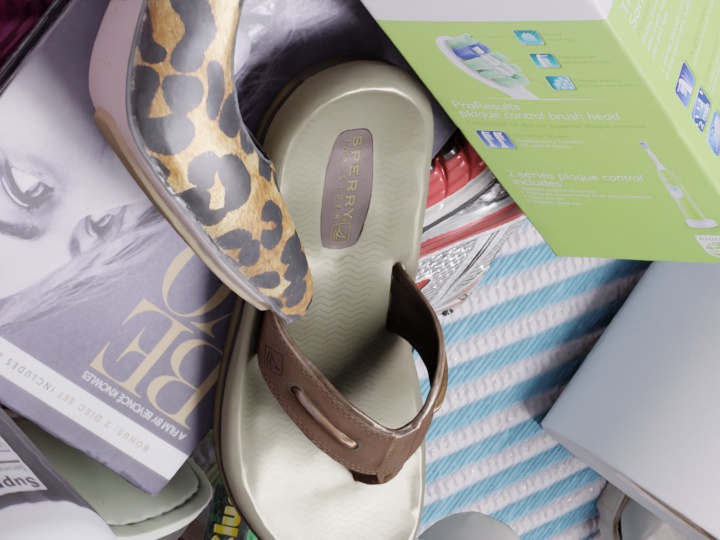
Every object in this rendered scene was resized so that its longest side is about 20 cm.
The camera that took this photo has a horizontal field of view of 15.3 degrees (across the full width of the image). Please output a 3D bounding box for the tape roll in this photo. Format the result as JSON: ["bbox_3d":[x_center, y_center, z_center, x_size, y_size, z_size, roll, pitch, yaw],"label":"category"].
[{"bbox_3d":[0.210,0.078,1.339,0.139,0.202,0.203,-56,153,-3],"label":"tape roll"}]

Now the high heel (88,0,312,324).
[{"bbox_3d":[-0.023,-0.088,0.818,0.142,0.071,0.200,-35,119,-6],"label":"high heel"}]

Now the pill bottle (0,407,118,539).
[{"bbox_3d":[-0.133,0.087,0.766,0.111,0.200,0.111,-31,146,-24],"label":"pill bottle"}]

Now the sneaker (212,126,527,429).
[{"bbox_3d":[0.000,0.000,0.979,0.200,0.078,0.082,-37,134,13],"label":"sneaker"}]

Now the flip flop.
[{"bbox_3d":[-0.001,0.025,0.901,0.081,0.058,0.201,-12,124,-28],"label":"flip flop"}]

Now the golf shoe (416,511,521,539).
[{"bbox_3d":[0.032,0.141,1.102,0.200,0.078,0.098,-61,154,-59],"label":"golf shoe"}]

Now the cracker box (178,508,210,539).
[{"bbox_3d":[-0.066,0.172,1.142,0.134,0.058,0.200,-63,154,8],"label":"cracker box"}]

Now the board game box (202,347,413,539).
[{"bbox_3d":[-0.022,0.081,1.071,0.105,0.023,0.201,33,69,-62],"label":"board game box"}]

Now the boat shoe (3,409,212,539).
[{"bbox_3d":[-0.137,0.096,0.933,0.201,0.072,0.061,-6,129,-49],"label":"boat shoe"}]

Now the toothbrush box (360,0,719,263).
[{"bbox_3d":[0.081,-0.111,0.875,0.200,0.086,0.146,48,52,-52],"label":"toothbrush box"}]

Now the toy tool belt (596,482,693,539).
[{"bbox_3d":[0.218,0.103,1.504,0.200,0.125,0.123,-50,-176,-5],"label":"toy tool belt"}]

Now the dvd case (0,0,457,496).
[{"bbox_3d":[-0.057,-0.034,0.882,0.200,0.016,0.149,-50,128,4],"label":"dvd case"}]
